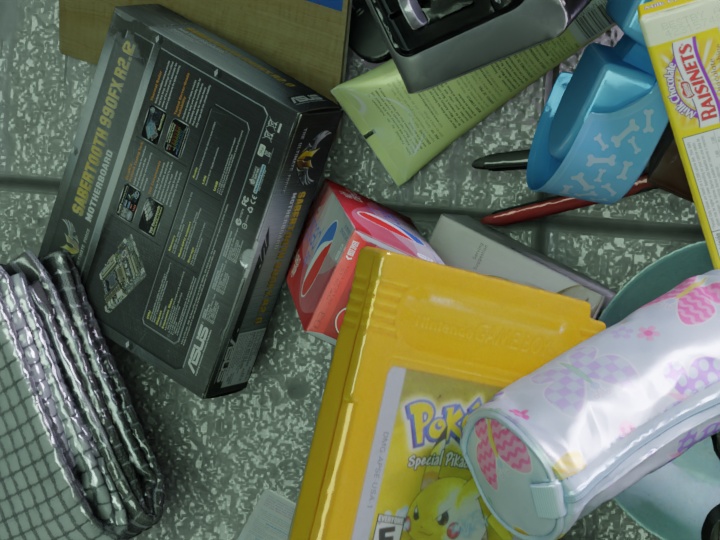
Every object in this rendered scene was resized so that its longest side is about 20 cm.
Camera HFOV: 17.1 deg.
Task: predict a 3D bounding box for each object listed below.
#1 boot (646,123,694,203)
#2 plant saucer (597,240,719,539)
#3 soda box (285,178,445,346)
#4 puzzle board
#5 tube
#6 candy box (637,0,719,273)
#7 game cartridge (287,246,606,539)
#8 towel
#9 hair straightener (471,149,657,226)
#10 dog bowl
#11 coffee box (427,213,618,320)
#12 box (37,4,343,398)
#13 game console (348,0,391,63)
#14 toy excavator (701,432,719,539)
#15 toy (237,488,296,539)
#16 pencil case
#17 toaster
[{"bbox_3d":[0.286,-0.090,1.415,0.200,0.064,0.187,31,100,2],"label":"boot"},{"bbox_3d":[0.231,0.074,1.446,0.200,0.039,0.202,1,101,6],"label":"plant saucer"},{"bbox_3d":[0.000,0.000,1.432,0.063,0.200,0.070,24,96,-10],"label":"soda box"},{"bbox_3d":[-0.099,-0.172,1.514,0.199,0.017,0.151,18,133,13],"label":"puzzle board"},{"bbox_3d":[0.083,-0.136,1.491,0.200,0.052,0.058,-33,65,13],"label":"tube"},{"bbox_3d":[0.232,-0.072,1.358,0.102,0.026,0.200,-15,115,12],"label":"candy box"},{"bbox_3d":[0.050,0.100,1.337,0.032,0.176,0.201,16,93,52],"label":"game cartridge"},{"bbox_3d":[-0.222,0.097,1.524,0.165,0.085,0.200,-27,84,42],"label":"towel"},{"bbox_3d":[0.164,-0.083,1.474,0.199,0.041,0.077,-12,87,14],"label":"hair straightener"},{"bbox_3d":[0.162,-0.128,1.402,0.049,0.112,0.200,22,104,-10],"label":"dog bowl"},{"bbox_3d":[0.063,0.079,1.480,0.114,0.080,0.200,28,97,12],"label":"coffee box"},{"bbox_3d":[-0.112,-0.044,1.499,0.158,0.048,0.200,30,112,28],"label":"box"},{"bbox_3d":[0.009,-0.260,1.472,0.200,0.116,0.176,-44,71,11],"label":"game console"},{"bbox_3d":[0.303,0.175,1.395,0.199,0.100,0.195,3,103,-1],"label":"toy excavator"},{"bbox_3d":[-0.022,0.185,1.462,0.115,0.200,0.047,27,55,-1],"label":"toy"},{"bbox_3d":[0.152,0.076,1.336,0.091,0.200,0.083,37,142,39],"label":"pencil case"},{"bbox_3d":[0.054,-0.216,1.380,0.118,0.200,0.181,-22,100,19],"label":"toaster"}]
